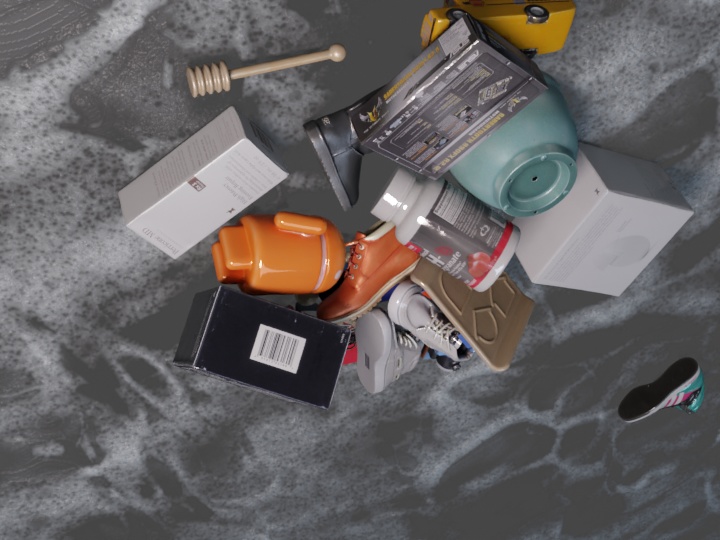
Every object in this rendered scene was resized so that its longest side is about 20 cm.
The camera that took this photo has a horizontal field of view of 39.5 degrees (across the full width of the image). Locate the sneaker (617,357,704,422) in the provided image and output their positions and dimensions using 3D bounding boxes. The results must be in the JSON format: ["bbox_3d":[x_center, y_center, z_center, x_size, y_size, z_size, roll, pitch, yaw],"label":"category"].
[{"bbox_3d":[0.664,0.280,2.178,0.200,0.084,0.121,-37,130,14],"label":"sneaker"}]

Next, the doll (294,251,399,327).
[{"bbox_3d":[-0.006,0.027,1.574,0.199,0.049,0.137,-8,121,-15],"label":"doll"}]

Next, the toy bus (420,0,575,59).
[{"bbox_3d":[0.169,-0.311,1.259,0.199,0.079,0.065,-8,140,-19],"label":"toy bus"}]

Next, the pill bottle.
[{"bbox_3d":[0.119,-0.065,1.432,0.199,0.111,0.111,32,123,-5],"label":"pill bottle"}]

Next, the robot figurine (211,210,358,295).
[{"bbox_3d":[-0.105,-0.023,1.418,0.199,0.117,0.145,-1,111,-28],"label":"robot figurine"}]

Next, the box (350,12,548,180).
[{"bbox_3d":[0.112,-0.210,1.254,0.200,0.049,0.158,-39,145,28],"label":"box"}]

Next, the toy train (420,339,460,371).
[{"bbox_3d":[0.155,0.083,1.670,0.086,0.115,0.201,-3,136,-23],"label":"toy train"}]

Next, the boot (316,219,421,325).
[{"bbox_3d":[0.000,0.000,1.505,0.200,0.075,0.107,-37,110,-8],"label":"boot"}]

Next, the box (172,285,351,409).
[{"bbox_3d":[-0.146,0.110,1.433,0.199,0.124,0.198,20,169,-17],"label":"box"}]

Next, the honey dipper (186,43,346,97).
[{"bbox_3d":[-0.111,-0.249,1.225,0.199,0.038,0.038,-14,140,-14],"label":"honey dipper"}]

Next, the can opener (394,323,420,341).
[{"bbox_3d":[0.079,0.103,1.699,0.052,0.067,0.200,17,139,-9],"label":"can opener"}]

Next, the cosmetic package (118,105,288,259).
[{"bbox_3d":[-0.205,-0.112,1.305,0.200,0.074,0.102,-36,139,13],"label":"cosmetic package"}]

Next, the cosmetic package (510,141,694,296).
[{"bbox_3d":[0.373,-0.077,1.590,0.199,0.123,0.200,8,132,-35],"label":"cosmetic package"}]

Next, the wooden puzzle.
[{"bbox_3d":[0.166,0.036,1.519,0.200,0.185,0.046,46,130,-11],"label":"wooden puzzle"}]

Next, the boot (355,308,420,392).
[{"bbox_3d":[0.049,0.111,1.599,0.095,0.074,0.201,-28,151,-23],"label":"boot"}]

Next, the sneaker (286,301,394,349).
[{"bbox_3d":[-0.035,0.103,1.630,0.199,0.075,0.081,0,136,-27],"label":"sneaker"}]

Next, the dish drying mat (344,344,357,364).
[{"bbox_3d":[-0.070,0.145,1.704,0.199,0.018,0.077,-10,146,-19],"label":"dish drying mat"}]

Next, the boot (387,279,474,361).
[{"bbox_3d":[0.117,0.080,1.515,0.074,0.095,0.200,-59,150,-4],"label":"boot"}]

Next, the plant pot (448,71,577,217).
[{"bbox_3d":[0.224,-0.162,1.412,0.199,0.135,0.201,-14,140,-12],"label":"plant pot"}]

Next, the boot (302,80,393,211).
[{"bbox_3d":[0.039,-0.179,1.364,0.199,0.066,0.165,-27,143,-2],"label":"boot"}]
